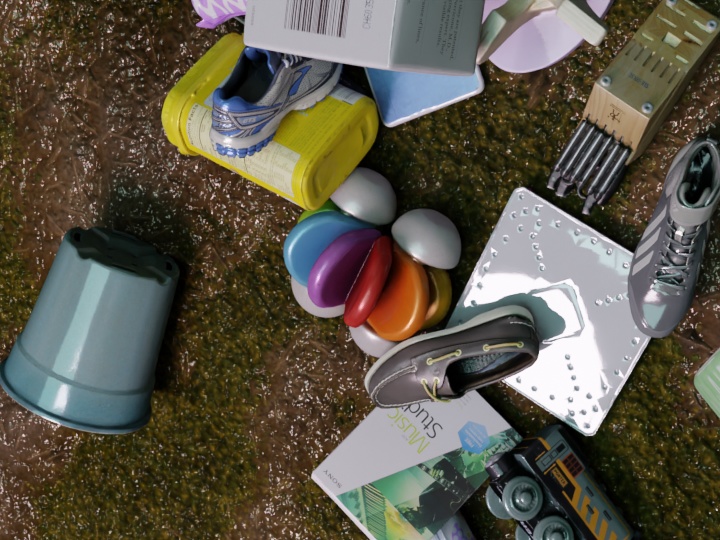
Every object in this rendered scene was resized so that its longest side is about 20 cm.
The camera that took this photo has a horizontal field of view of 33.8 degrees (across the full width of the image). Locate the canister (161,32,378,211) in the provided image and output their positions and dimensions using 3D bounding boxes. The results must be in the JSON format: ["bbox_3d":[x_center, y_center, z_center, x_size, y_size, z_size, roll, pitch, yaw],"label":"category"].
[{"bbox_3d":[-0.097,-0.163,1.296,0.198,0.149,0.087,28,153,26],"label":"canister"}]

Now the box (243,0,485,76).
[{"bbox_3d":[0.009,-0.295,1.108,0.197,0.130,0.203,17,105,39],"label":"box"}]

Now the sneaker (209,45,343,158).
[{"bbox_3d":[-0.083,-0.205,1.218,0.076,0.201,0.086,25,148,22],"label":"sneaker"}]

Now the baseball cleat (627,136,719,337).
[{"bbox_3d":[0.303,-0.032,1.143,0.069,0.106,0.203,13,95,12],"label":"baseball cleat"}]

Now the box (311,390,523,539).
[{"bbox_3d":[0.063,0.207,1.312,0.144,0.036,0.200,43,77,10],"label":"box"}]

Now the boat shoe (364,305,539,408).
[{"bbox_3d":[0.095,0.103,1.260,0.199,0.061,0.072,-26,130,15],"label":"boat shoe"}]

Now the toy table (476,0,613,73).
[{"bbox_3d":[0.176,-0.281,1.155,0.182,0.117,0.202,30,113,17],"label":"toy table"}]

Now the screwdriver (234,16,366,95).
[{"bbox_3d":[-0.077,-0.240,1.344,0.198,0.028,0.029,31,86,17],"label":"screwdriver"}]

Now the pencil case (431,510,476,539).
[{"bbox_3d":[0.105,0.335,1.360,0.082,0.091,0.202,-29,90,-15],"label":"pencil case"}]

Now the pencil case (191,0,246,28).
[{"bbox_3d":[-0.101,-0.311,1.285,0.198,0.083,0.087,8,99,43],"label":"pencil case"}]

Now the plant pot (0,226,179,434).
[{"bbox_3d":[-0.322,0.065,1.461,0.198,0.200,0.198,28,106,18],"label":"plant pot"}]

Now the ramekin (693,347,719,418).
[{"bbox_3d":[0.402,0.076,1.088,0.098,0.199,0.201,48,118,17],"label":"ramekin"}]

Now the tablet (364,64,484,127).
[{"bbox_3d":[0.049,-0.270,1.280,0.129,0.014,0.203,-17,94,29],"label":"tablet"}]

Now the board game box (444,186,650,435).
[{"bbox_3d":[0.212,0.043,1.269,0.199,0.026,0.202,32,115,17],"label":"board game box"}]

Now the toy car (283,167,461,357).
[{"bbox_3d":[0.000,0.000,1.295,0.199,0.150,0.177,34,116,15],"label":"toy car"}]

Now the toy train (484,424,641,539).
[{"bbox_3d":[0.221,0.264,1.274,0.113,0.085,0.201,-37,88,-15],"label":"toy train"}]

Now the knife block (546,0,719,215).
[{"bbox_3d":[0.267,-0.155,1.181,0.064,0.176,0.201,36,71,13],"label":"knife block"}]
